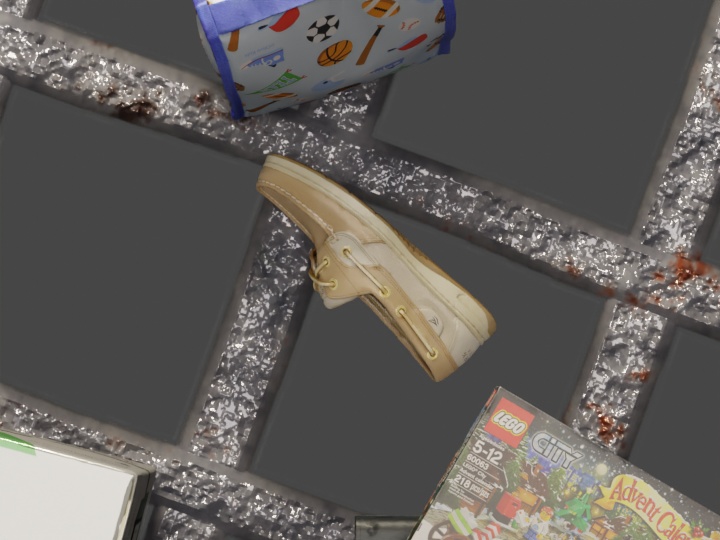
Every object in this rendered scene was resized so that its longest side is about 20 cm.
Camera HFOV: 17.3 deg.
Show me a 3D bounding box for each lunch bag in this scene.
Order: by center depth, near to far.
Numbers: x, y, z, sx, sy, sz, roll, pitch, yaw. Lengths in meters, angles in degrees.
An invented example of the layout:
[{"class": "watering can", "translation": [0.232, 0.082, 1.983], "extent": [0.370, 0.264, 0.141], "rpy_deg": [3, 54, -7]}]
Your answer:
[{"class": "lunch bag", "translation": [-0.028, -0.184, 1.574], "extent": [0.170, 0.200, 0.124], "rpy_deg": [-20, 89, 0]}]

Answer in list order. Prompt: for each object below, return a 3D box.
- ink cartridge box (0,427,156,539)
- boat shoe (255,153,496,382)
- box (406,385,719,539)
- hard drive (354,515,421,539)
[{"class": "ink cartridge box", "translation": [-0.219, 0.153, 1.565], "extent": [0.146, 0.200, 0.084], "rpy_deg": [15, 86, -1]}, {"class": "boat shoe", "translation": [0.000, 0.000, 1.633], "extent": [0.200, 0.074, 0.069], "rpy_deg": [39, 83, -1]}, {"class": "box", "translation": [0.145, 0.187, 1.616], "extent": [0.200, 0.038, 0.137], "rpy_deg": [30, 89, 0]}, {"class": "hard drive", "translation": [0.095, 0.243, 1.650], "extent": [0.199, 0.033, 0.140], "rpy_deg": [1, 88, -1]}]
